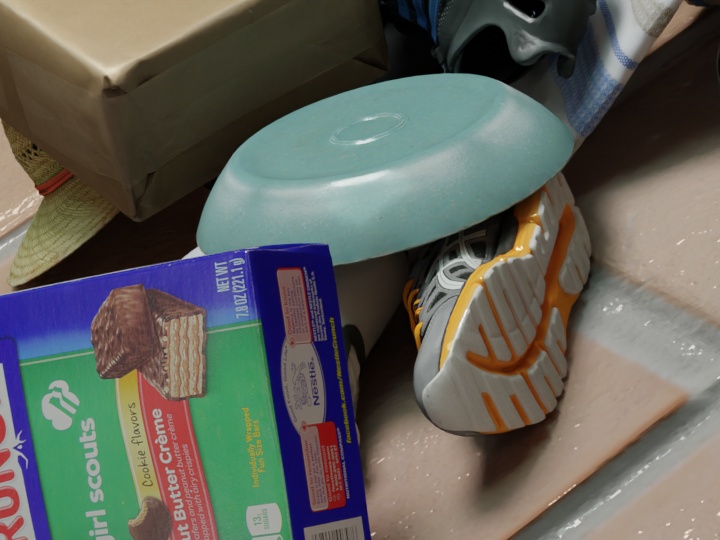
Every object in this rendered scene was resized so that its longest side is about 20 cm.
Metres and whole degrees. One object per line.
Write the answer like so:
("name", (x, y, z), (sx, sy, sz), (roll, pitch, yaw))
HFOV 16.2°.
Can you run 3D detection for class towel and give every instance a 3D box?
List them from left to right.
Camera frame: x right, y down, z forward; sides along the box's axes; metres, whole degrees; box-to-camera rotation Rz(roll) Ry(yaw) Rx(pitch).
("towel", (0.122, -0.145, 1.353), (0.200, 0.024, 0.147), (-56, 28, 28))

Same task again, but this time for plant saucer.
("plant saucer", (0.008, -0.058, 1.289), (0.199, 0.036, 0.200), (-14, 20, 5))

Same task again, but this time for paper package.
("paper package", (-0.116, -0.146, 1.410), (0.190, 0.104, 0.200), (-32, 46, -26))

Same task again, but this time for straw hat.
("straw hat", (-0.167, -0.090, 1.507), (0.201, 0.085, 0.201), (-39, 15, 13))

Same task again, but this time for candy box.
("candy box", (-0.104, 0.085, 1.145), (0.200, 0.170, 0.077), (-11, -4, 30))

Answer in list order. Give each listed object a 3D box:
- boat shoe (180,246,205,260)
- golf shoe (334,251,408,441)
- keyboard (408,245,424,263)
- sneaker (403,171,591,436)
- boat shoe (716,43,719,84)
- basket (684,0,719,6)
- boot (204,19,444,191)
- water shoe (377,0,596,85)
("boat shoe", (-0.100, 0.052, 1.312), (0.200, 0.069, 0.057), (-36, 37, -4))
("golf shoe", (-0.025, 0.061, 1.238), (0.088, 0.077, 0.200), (21, 59, 34))
("keyboard", (0.000, 0.000, 1.321), (0.200, 0.056, 0.011), (-40, 67, -21))
("sneaker", (0.056, 0.022, 1.220), (0.077, 0.078, 0.200), (-13, 21, 23))
("boat shoe", (0.230, -0.148, 1.254), (0.066, 0.070, 0.200), (-15, -24, -44))
("basket", (0.243, -0.232, 1.375), (0.200, 0.139, 0.177), (-10, 54, 53))
("boot", (0.013, -0.104, 1.472), (0.200, 0.066, 0.165), (-33, 31, -19))
("water shoe", (0.052, -0.136, 1.372), (0.200, 0.071, 0.079), (1, 78, 61))
